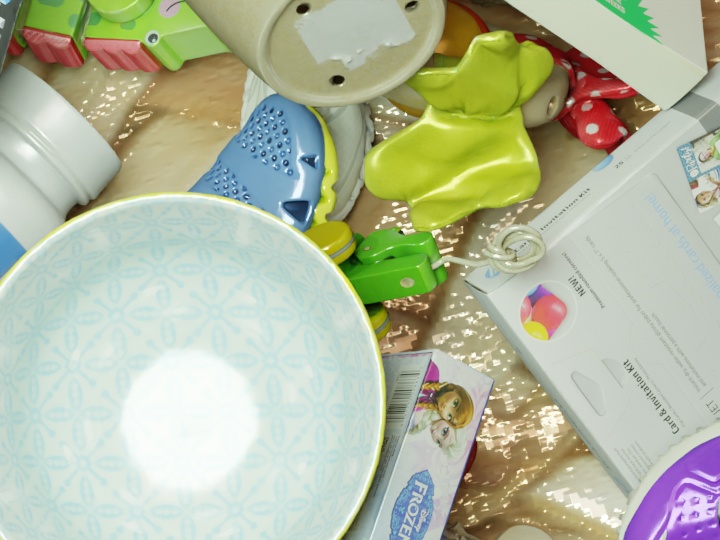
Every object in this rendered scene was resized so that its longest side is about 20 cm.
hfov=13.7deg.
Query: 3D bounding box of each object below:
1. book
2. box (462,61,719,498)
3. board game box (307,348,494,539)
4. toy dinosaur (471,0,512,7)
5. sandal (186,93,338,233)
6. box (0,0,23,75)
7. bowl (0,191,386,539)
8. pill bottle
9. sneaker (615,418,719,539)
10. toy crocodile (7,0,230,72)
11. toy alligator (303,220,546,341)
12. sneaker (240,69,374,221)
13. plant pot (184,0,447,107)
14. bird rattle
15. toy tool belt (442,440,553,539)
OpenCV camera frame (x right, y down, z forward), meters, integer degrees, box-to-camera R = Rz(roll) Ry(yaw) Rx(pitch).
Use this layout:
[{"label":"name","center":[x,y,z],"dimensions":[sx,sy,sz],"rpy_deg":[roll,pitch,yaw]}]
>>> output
[{"label":"book","center":[0.111,-0.186,1.549],"dimensions":[0.048,0.134,0.200],"rpy_deg":[-42,31,32]},{"label":"box","center":[0.175,0.002,1.525],"dimensions":[0.200,0.041,0.156],"rpy_deg":[-41,111,-8]},{"label":"board game box","center":[-0.033,0.140,1.476],"dimensions":[0.041,0.199,0.200],"rpy_deg":[28,73,-27]},{"label":"toy dinosaur","center":[0.028,-0.230,1.637],"dimensions":[0.058,0.101,0.200],"rpy_deg":[-22,70,-41]},{"label":"sandal","center":[-0.083,-0.004,1.544],"dimensions":[0.079,0.087,0.200],"rpy_deg":[32,94,55]},{"label":"box","center":[-0.208,-0.177,1.537],"dimensions":[0.050,0.200,0.199],"rpy_deg":[14,96,-23]},{"label":"bowl","center":[-0.083,0.067,1.426],"dimensions":[0.200,0.108,0.201],"rpy_deg":[0,86,4]},{"label":"pill bottle","center":[-0.223,-0.011,1.581],"dimensions":[0.112,0.112,0.200],"rpy_deg":[39,80,16]},{"label":"sneaker","center":[0.220,0.106,1.487],"dimensions":[0.200,0.100,0.070],"rpy_deg":[-34,112,-6]},{"label":"toy crocodile","center":[-0.157,-0.137,1.633],"dimensions":[0.200,0.068,0.062],"rpy_deg":[9,73,17]},{"label":"toy alligator","center":[0.000,0.000,1.483],"dimensions":[0.200,0.059,0.054],"rpy_deg":[-15,26,17]},{"label":"sneaker","center":[-0.029,-0.121,1.613],"dimensions":[0.075,0.081,0.200],"rpy_deg":[1,73,5]},{"label":"plant pot","center":[-0.031,-0.182,1.462],"dimensions":[0.187,0.187,0.200],"rpy_deg":[-20,50,0]},{"label":"bird rattle","center":[0.064,-0.107,1.549],"dimensions":[0.163,0.200,0.113],"rpy_deg":[27,120,23]},{"label":"toy tool belt","center":[0.039,0.173,1.504],"dimensions":[0.123,0.125,0.200],"rpy_deg":[27,77,-26]}]
